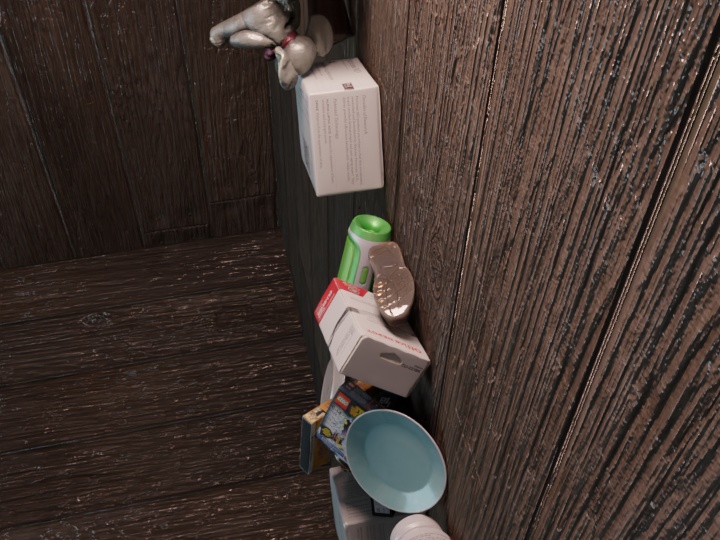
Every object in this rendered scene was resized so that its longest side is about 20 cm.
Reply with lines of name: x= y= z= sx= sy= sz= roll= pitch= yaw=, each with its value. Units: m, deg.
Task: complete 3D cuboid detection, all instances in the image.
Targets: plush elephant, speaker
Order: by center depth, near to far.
plush elephant: x=-0.142 y=-0.415 z=1.658 sx=0.199 sy=0.164 sz=0.156 roll=1 pitch=126 yaw=55
speaker: x=0.000 y=0.000 z=1.733 sx=0.089 sy=0.088 sz=0.202 roll=-112 pitch=31 yaw=-56

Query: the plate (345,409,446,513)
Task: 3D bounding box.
plate: x=0.064 y=0.327 z=1.593 sx=0.026 sy=0.199 sz=0.202 roll=-32 pitch=-58 yaw=-54

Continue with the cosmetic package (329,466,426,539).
cosmetic package: x=0.037 y=0.512 z=1.872 sx=0.200 sy=0.165 sz=0.169 roll=-117 pitch=20 yaw=-67

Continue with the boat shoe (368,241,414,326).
boat shoe: x=0.059 y=0.032 z=1.599 sx=0.201 sy=0.074 sz=0.074 roll=-96 pitch=-7 yaw=-51

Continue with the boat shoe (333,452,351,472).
boat shoe: x=-0.007 y=0.370 z=1.805 sx=0.071 sy=0.070 sz=0.200 roll=59 pitch=-166 yaw=21

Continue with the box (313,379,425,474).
box: x=0.021 y=0.309 z=1.653 sx=0.199 sy=0.040 sz=0.138 roll=36 pitch=125 yaw=15

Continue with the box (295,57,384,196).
box: x=-0.042 y=-0.270 z=1.714 sx=0.199 sy=0.129 sz=0.202 roll=-114 pitch=18 yaw=-60

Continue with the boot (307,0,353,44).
boot: x=-0.103 y=-0.525 z=1.733 sx=0.064 sy=0.185 sz=0.202 roll=3 pitch=100 yaw=61

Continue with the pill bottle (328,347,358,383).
pill bottle: x=-0.011 y=0.186 z=2.036 sx=0.113 sy=0.112 sz=0.202 roll=100 pitch=159 yaw=-66

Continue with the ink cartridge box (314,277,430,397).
ink cartridge box: x=0.017 y=0.114 z=1.589 sx=0.084 sy=0.143 sz=0.200 roll=-59 pitch=27 yaw=16

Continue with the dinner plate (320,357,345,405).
dinner plate: x=-0.060 y=0.252 z=1.913 sx=0.200 sy=0.024 sz=0.202 roll=-170 pitch=90 yaw=-80

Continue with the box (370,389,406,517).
box: x=0.054 y=0.347 z=1.777 sx=0.160 sy=0.043 sz=0.202 roll=-50 pitch=-42 yaw=-64

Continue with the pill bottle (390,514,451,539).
pill bottle: x=0.115 y=0.499 z=1.516 sx=0.200 sy=0.112 sz=0.114 roll=-121 pitch=23 yaw=-68

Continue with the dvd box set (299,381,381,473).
dvd box set: x=-0.034 y=0.297 z=1.807 sx=0.029 sy=0.199 sz=0.147 roll=35 pitch=136 yaw=33
